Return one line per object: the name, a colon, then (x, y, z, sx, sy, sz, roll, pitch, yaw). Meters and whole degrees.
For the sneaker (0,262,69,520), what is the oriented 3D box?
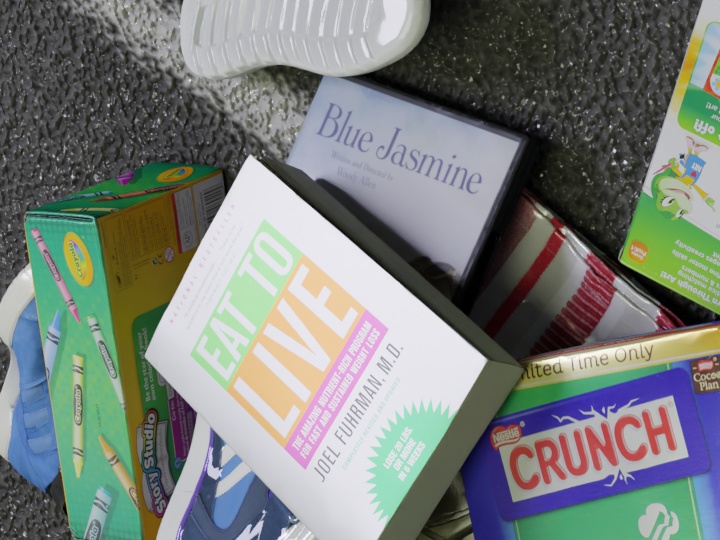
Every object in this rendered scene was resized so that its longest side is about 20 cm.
sneaker: (-0.166, 0.076, 1.477, 0.111, 0.077, 0.200, 42, 139, 21)

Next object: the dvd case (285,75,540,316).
dvd case: (0.000, 0.000, 1.317, 0.142, 0.018, 0.201, 22, 87, 34)

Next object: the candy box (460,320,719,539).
candy box: (0.145, 0.132, 1.217, 0.168, 0.077, 0.201, -13, 85, 37)

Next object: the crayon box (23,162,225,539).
crayon box: (-0.125, 0.048, 1.427, 0.058, 0.119, 0.201, 4, 108, 34)

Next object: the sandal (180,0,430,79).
sandal: (-0.025, -0.146, 1.337, 0.202, 0.050, 0.083, 3, 93, 48)

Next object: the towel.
towel: (0.102, 0.060, 1.298, 0.200, 0.023, 0.144, 41, 108, 21)

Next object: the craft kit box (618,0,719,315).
craft kit box: (0.242, -0.049, 1.180, 0.199, 0.048, 0.198, 30, 118, 24)

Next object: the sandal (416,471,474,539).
sandal: (0.076, 0.117, 1.354, 0.200, 0.055, 0.082, -38, 75, 23)

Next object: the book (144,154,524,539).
book: (-0.019, 0.049, 1.270, 0.200, 0.048, 0.134, 41, 106, 38)

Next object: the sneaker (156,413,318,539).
sneaker: (-0.023, 0.107, 1.355, 0.146, 0.081, 0.201, 9, 73, 38)
